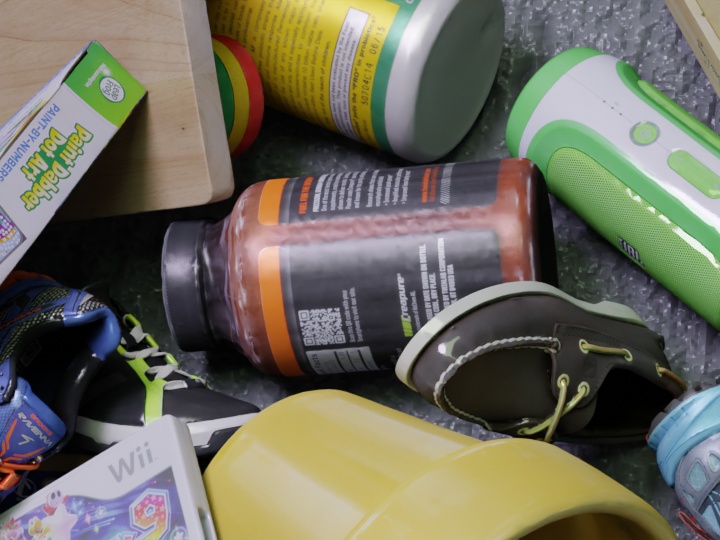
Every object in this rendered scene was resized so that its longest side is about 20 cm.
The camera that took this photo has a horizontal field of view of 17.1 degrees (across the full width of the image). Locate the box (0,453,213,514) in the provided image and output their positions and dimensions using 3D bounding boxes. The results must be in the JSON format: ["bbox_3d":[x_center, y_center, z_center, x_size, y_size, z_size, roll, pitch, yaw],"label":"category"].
[{"bbox_3d":[-0.115,0.183,1.182,0.121,0.032,0.200,4,55,-23],"label":"box"}]

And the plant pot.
[{"bbox_3d":[0.020,0.153,1.119,0.201,0.201,0.189,-43,45,-15],"label":"plant pot"}]

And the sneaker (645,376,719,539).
[{"bbox_3d":[0.249,0.083,1.187,0.200,0.079,0.096,-22,70,5],"label":"sneaker"}]

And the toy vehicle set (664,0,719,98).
[{"bbox_3d":[0.247,-0.122,1.283,0.124,0.027,0.200,-12,37,-4],"label":"toy vehicle set"}]

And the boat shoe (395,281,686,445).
[{"bbox_3d":[0.095,0.051,1.167,0.072,0.201,0.061,-51,60,24],"label":"boat shoe"}]

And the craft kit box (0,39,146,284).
[{"bbox_3d":[-0.216,-0.006,1.231,0.049,0.200,0.198,45,39,-10],"label":"craft kit box"}]

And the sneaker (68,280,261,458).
[{"bbox_3d":[-0.137,0.048,1.249,0.200,0.072,0.083,10,93,26],"label":"sneaker"}]

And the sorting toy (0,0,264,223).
[{"bbox_3d":[-0.141,-0.131,1.318,0.200,0.070,0.199,-5,96,43],"label":"sorting toy"}]

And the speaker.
[{"bbox_3d":[0.169,-0.034,1.256,0.088,0.089,0.200,-41,60,-14],"label":"speaker"}]

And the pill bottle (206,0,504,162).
[{"bbox_3d":[-0.030,-0.143,1.348,0.200,0.113,0.113,23,66,24],"label":"pill bottle"}]

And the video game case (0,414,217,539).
[{"bbox_3d":[-0.119,0.182,1.099,0.143,0.018,0.200,-32,52,18],"label":"video game case"}]

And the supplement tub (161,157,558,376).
[{"bbox_3d":[0.000,0.000,1.257,0.199,0.107,0.107,-4,58,10],"label":"supplement tub"}]

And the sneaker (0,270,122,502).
[{"bbox_3d":[-0.184,0.078,1.153,0.078,0.075,0.200,-2,50,42],"label":"sneaker"}]
